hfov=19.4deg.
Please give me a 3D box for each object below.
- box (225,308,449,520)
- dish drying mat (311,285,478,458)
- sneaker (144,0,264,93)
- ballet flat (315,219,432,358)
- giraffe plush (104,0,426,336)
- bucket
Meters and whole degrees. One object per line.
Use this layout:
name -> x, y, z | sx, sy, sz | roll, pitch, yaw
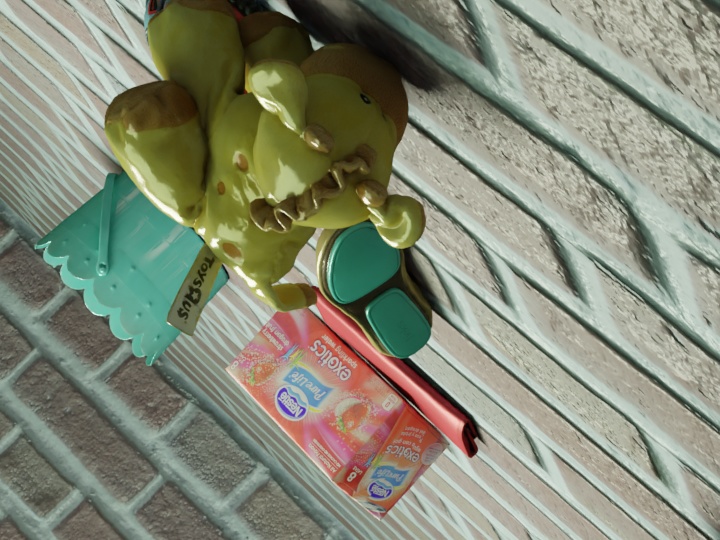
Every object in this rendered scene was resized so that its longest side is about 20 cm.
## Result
box -> -0.024, 0.127, 1.983 | 0.200, 0.103, 0.095 | 43, 180, 44
dish drying mat -> 0.031, 0.089, 1.906 | 0.200, 0.018, 0.077 | 42, 170, 26
sneaker -> -0.113, -0.150, 1.369 | 0.096, 0.079, 0.200 | 46, 170, 13
ballet flat -> 0.000, 0.000, 1.545 | 0.063, 0.068, 0.200 | 56, 176, 32
giraffe plush -> -0.040, -0.072, 1.194 | 0.172, 0.202, 0.162 | 17, 159, -30
bucket -> -0.258, -0.006, 2.405 | 0.207, 0.135, 0.207 | 44, 169, 10
